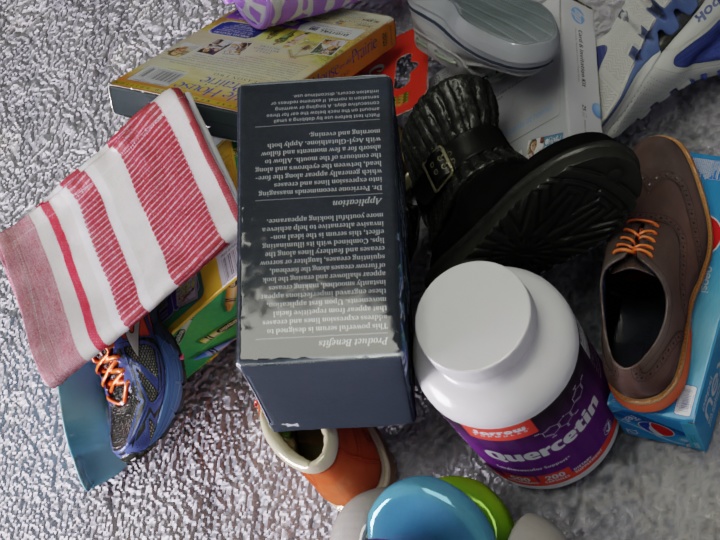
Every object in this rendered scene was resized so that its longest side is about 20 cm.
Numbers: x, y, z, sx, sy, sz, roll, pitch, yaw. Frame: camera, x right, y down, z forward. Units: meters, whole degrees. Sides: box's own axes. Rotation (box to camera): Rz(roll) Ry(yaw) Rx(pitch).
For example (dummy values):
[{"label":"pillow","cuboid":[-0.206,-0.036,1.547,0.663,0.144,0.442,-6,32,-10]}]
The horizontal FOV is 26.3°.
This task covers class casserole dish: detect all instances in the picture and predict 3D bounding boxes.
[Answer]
[{"label":"casserole dish","cuboid":[-0.219,0.080,1.244,0.039,0.121,0.200,-11,60,-2]}]

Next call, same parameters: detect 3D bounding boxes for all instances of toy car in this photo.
[{"label":"toy car","cuboid":[0.039,0.227,1.033,0.175,0.150,0.200,8,70,27]}]

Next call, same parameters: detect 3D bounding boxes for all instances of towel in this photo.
[{"label":"towel","cuboid":[-0.180,-0.026,1.128,0.200,0.023,0.144,-38,57,16]}]

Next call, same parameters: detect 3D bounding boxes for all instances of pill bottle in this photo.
[{"label":"pill bottle","cuboid":[0.104,0.070,1.048,0.112,0.200,0.113,-9,63,19]}]

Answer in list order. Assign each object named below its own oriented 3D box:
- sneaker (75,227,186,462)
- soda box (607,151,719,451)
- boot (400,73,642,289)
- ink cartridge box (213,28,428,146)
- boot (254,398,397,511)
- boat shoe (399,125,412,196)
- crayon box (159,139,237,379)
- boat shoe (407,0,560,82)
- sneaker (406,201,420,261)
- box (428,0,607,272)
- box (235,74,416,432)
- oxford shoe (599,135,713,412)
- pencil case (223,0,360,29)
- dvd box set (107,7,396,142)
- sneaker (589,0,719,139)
[{"label":"sneaker","cuboid":[-0.187,0.050,1.169,0.075,0.078,0.201,-34,56,43]},{"label":"soda box","cuboid":[0.237,0.020,1.092,0.064,0.068,0.200,11,71,26]},{"label":"boot","cuboid":[0.102,-0.078,1.079,0.211,0.079,0.158,-37,46,43]},{"label":"ink cartridge box","cuboid":[-0.043,-0.155,1.270,0.200,0.050,0.162,-21,29,17]},{"label":"boot","cuboid":[-0.048,0.089,1.165,0.075,0.107,0.200,-41,53,8]},{"label":"boat shoe","cuboid":[-0.045,-0.060,1.251,0.200,0.074,0.076,-36,57,8]},{"label":"crayon box","cuboid":[-0.128,-0.002,1.223,0.200,0.058,0.119,-39,52,37]},{"label":"boat shoe","cuboid":[0.094,-0.173,1.165,0.073,0.067,0.200,-9,27,-15]},{"label":"sneaker","cuboid":[0.003,0.001,1.155,0.060,0.104,0.200,21,35,7]},{"label":"box","cuboid":[0.116,-0.090,1.175,0.156,0.041,0.201,-29,53,45]},{"label":"box","cuboid":[-0.022,-0.008,1.043,0.107,0.148,0.201,-3,69,4]},{"label":"oxford shoe","cuboid":[0.197,-0.010,1.039,0.071,0.073,0.201,-3,65,21]},{"label":"pencil case","cuboid":[-0.021,-0.261,1.287,0.200,0.085,0.084,-20,93,-25]},{"label":"dvd box set","cuboid":[-0.084,-0.166,1.241,0.146,0.029,0.200,14,37,31]},{"label":"sneaker","cuboid":[0.241,-0.163,1.167,0.200,0.115,0.081,-58,32,25]}]
